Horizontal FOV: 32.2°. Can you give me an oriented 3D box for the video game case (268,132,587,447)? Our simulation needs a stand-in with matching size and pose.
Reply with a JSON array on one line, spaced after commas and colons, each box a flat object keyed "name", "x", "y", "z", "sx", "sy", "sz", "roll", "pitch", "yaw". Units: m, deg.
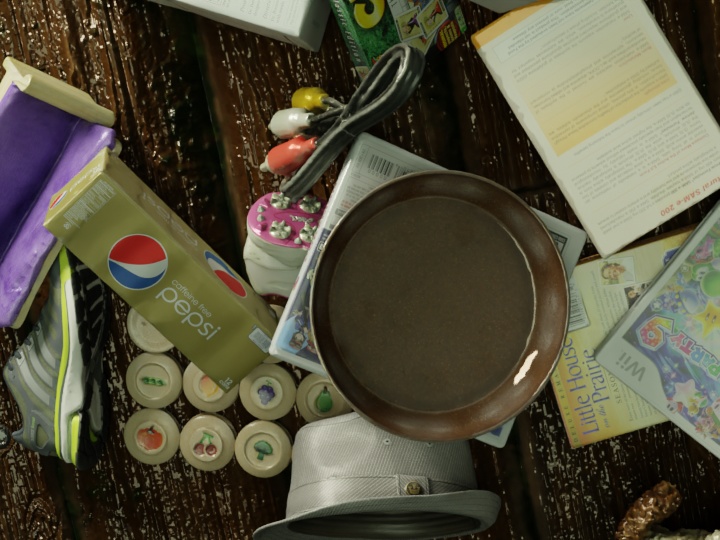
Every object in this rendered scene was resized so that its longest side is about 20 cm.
[{"name": "video game case", "x": 0.054, "y": 0.016, "z": 0.961, "sx": 0.199, "sy": 0.023, "sz": 0.183, "roll": 23, "pitch": 87, "yaw": -11}]

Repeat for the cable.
[{"name": "cable", "x": -0.024, "y": -0.111, "z": 0.931, "sx": 0.050, "sy": 0.200, "sz": 0.098, "roll": 27, "pitch": 71, "yaw": -18}]

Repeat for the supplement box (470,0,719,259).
[{"name": "supplement box", "x": 0.189, "y": -0.127, "z": 0.965, "sx": 0.126, "sy": 0.074, "sz": 0.201, "roll": -31, "pitch": 92, "yaw": 10}]

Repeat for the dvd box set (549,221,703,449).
[{"name": "dvd box set", "x": 0.243, "y": 0.047, "z": 1.005, "sx": 0.199, "sy": 0.029, "sz": 0.147, "roll": -18, "pitch": 96, "yaw": 8}]

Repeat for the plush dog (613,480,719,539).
[{"name": "plush dog", "x": 0.275, "y": 0.256, "z": 0.972, "sx": 0.171, "sy": 0.160, "sz": 0.201, "roll": 3, "pitch": 113, "yaw": 29}]

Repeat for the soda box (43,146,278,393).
[{"name": "soda box", "x": -0.152, "y": 0.000, "z": 0.978, "sx": 0.064, "sy": 0.068, "sz": 0.200, "roll": -40, "pitch": 112, "yaw": 8}]

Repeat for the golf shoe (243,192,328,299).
[{"name": "golf shoe", "x": 0.000, "y": 0.000, "z": 1.016, "sx": 0.199, "sy": 0.076, "sz": 0.092, "roll": 17, "pitch": 132, "yaw": -4}]

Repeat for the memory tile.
[{"name": "memory tile", "x": -0.103, "y": 0.100, "z": 1.060, "sx": 0.199, "sy": 0.017, "sz": 0.154, "roll": 6, "pitch": 98, "yaw": 6}]

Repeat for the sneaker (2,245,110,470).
[{"name": "sneaker", "x": -0.260, "y": 0.066, "z": 1.048, "sx": 0.080, "sy": 0.074, "sz": 0.201, "roll": 4, "pitch": 96, "yaw": 10}]

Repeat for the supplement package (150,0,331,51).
[{"name": "supplement package", "x": -0.118, "y": -0.254, "z": 0.961, "sx": 0.199, "sy": 0.114, "sz": 0.110, "roll": 18, "pitch": 96, "yaw": 3}]

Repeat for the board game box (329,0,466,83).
[{"name": "board game box", "x": 0.013, "y": -0.235, "z": 0.920, "sx": 0.105, "sy": 0.023, "sz": 0.201, "roll": -41, "pitch": 130, "yaw": -21}]

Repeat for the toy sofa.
[{"name": "toy sofa", "x": -0.282, "y": -0.059, "z": 1.004, "sx": 0.083, "sy": 0.098, "sz": 0.201, "roll": 23, "pitch": 104, "yaw": -39}]

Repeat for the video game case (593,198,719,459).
[{"name": "video game case", "x": 0.299, "y": 0.035, "z": 0.973, "sx": 0.143, "sy": 0.018, "sz": 0.200, "roll": 37, "pitch": 100, "yaw": -2}]

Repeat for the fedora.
[{"name": "fedora", "x": 0.012, "y": 0.163, "z": 0.996, "sx": 0.199, "sy": 0.177, "sz": 0.091, "roll": -1, "pitch": 69, "yaw": -5}]

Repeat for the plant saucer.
[{"name": "plant saucer", "x": 0.058, "y": 0.026, "z": 0.933, "sx": 0.199, "sy": 0.034, "sz": 0.202, "roll": 0, "pitch": 91, "yaw": -12}]

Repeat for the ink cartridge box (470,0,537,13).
[{"name": "ink cartridge box", "x": 0.127, "y": -0.302, "z": 0.879, "sx": 0.085, "sy": 0.147, "sz": 0.201, "roll": 14, "pitch": 75, "yaw": -38}]
